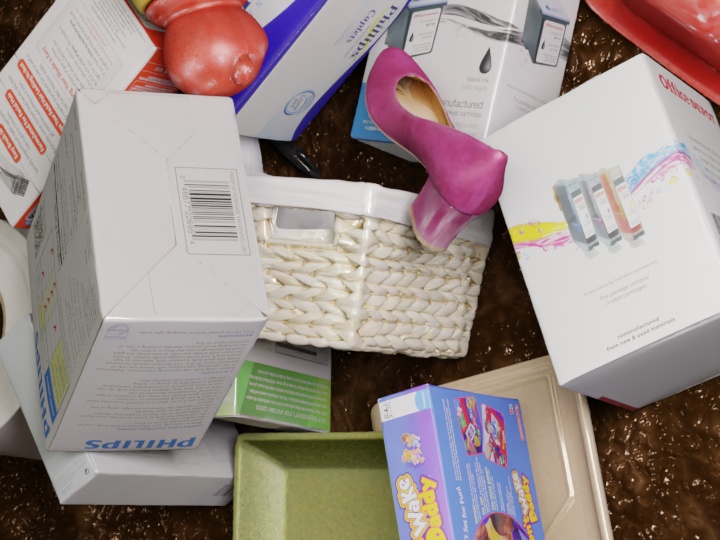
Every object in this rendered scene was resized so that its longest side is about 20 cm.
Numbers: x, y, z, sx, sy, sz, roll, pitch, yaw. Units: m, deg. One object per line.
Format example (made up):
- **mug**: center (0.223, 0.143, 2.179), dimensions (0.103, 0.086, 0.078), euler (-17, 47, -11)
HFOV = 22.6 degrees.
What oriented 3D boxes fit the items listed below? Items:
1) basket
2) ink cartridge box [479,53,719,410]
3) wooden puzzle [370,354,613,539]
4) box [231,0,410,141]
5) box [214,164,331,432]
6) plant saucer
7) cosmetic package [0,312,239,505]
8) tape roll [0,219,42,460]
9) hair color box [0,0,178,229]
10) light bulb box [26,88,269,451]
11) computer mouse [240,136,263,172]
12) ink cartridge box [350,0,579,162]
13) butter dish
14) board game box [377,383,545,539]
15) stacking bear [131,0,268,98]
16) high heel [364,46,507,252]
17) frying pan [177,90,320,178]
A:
- **basket**: center (0.000, 0.000, 1.394), dimensions (0.135, 0.199, 0.125), euler (6, 89, 32)
- **ink cartridge box**: center (0.200, -0.025, 1.303), dimensions (0.144, 0.145, 0.202), euler (-26, 67, 24)
- **wooden puzzle**: center (0.103, 0.173, 1.390), dimensions (0.199, 0.037, 0.187), euler (-19, 71, 32)
- **box**: center (-0.081, -0.239, 1.448), dimensions (0.184, 0.105, 0.201), euler (-48, 64, 28)
- **box**: center (-0.073, 0.027, 1.458), dimensions (0.036, 0.144, 0.202), euler (-7, 76, 29)
- **plant saucer**: center (-0.016, 0.229, 1.421), dimensions (0.199, 0.048, 0.202), euler (-5, 81, 42)
- **cosmetic package**: center (-0.188, 0.117, 1.476), dimensions (0.052, 0.199, 0.152), euler (-39, 63, 26)
- **tape roll**: center (-0.308, 0.062, 1.598), dimensions (0.201, 0.139, 0.205), euler (-7, 77, 29)
- **hair color box**: center (-0.228, -0.139, 1.450), dimensions (0.200, 0.064, 0.111), euler (-46, 63, 22)
- **light bulb box**: center (-0.165, 0.004, 1.343), dimensions (0.200, 0.124, 0.200), euler (122, 144, -52)
- **computer mouse**: center (-0.115, -0.047, 1.497), dimensions (0.044, 0.109, 0.202), euler (-160, 66, -64)
- **ink cartridge box**: center (0.088, -0.187, 1.430), dimensions (0.146, 0.086, 0.202), euler (8, 85, 43)
- **butter dish**: center (0.259, -0.246, 1.312), dimensions (0.200, 0.147, 0.200), euler (42, 103, 30)
- **board game box**: center (0.082, 0.189, 1.297), dimensions (0.045, 0.134, 0.202), euler (-19, 71, 31)
- **stacking bear**: center (-0.127, -0.225, 1.355), dimensions (0.121, 0.113, 0.202), euler (-23, 81, 35)
- **high heel**: center (0.058, -0.114, 1.311), dimensions (0.096, 0.067, 0.201), euler (-51, 32, 35)
- **frying pan**: center (-0.110, -0.155, 1.565), dimensions (0.031, 0.189, 0.115), euler (-46, 18, 35)
